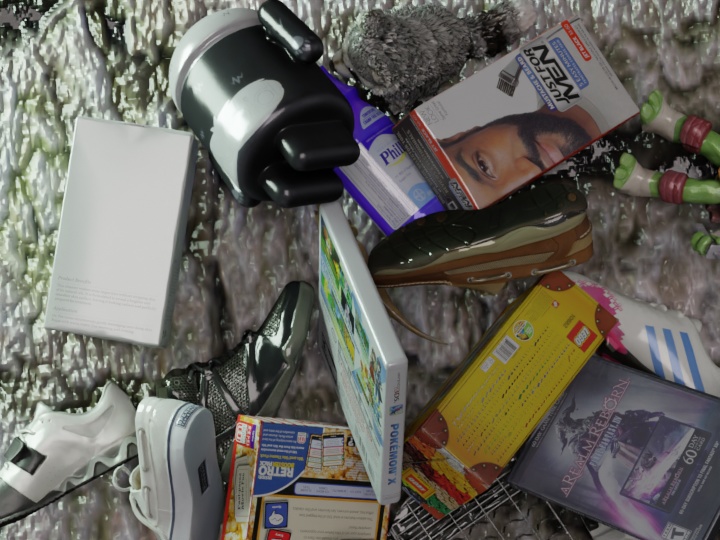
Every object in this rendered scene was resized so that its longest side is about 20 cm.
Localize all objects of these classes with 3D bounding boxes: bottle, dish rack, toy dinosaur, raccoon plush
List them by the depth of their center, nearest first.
[{"bbox_3d":[0.065,-0.223,1.550,0.200,0.134,0.097,-34,87,-2],"label":"raccoon plush"},{"bbox_3d":[0.000,0.000,1.555,0.058,0.101,0.200,-34,88,-2],"label":"toy dinosaur"},{"bbox_3d":[0.005,-0.110,1.570,0.200,0.084,0.065,49,123,2],"label":"bottle"},{"bbox_3d":[0.129,0.269,1.570,0.153,0.055,0.200,-34,86,-3],"label":"dish rack"}]

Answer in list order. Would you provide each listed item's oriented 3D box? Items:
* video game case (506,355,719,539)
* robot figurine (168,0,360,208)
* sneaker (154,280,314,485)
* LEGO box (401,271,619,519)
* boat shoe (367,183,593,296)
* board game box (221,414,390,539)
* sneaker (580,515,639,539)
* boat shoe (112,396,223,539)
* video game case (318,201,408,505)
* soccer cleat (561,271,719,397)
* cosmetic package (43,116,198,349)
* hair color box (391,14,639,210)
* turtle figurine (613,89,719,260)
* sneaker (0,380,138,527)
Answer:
[{"bbox_3d":[0.243,0.160,1.497,0.200,0.019,0.143,19,70,37],"label":"video game case"},{"bbox_3d":[-0.083,-0.142,1.485,0.150,0.125,0.200,-41,58,3],"label":"robot figurine"},{"bbox_3d":[-0.118,0.089,1.563,0.114,0.076,0.199,26,93,-6],"label":"sneaker"},{"bbox_3d":[0.119,0.109,1.498,0.077,0.149,0.200,41,68,1],"label":"LEGO box"},{"bbox_3d":[0.106,-0.011,1.463,0.200,0.076,0.074,-13,120,21],"label":"boat shoe"},{"bbox_3d":[-0.049,0.237,1.534,0.151,0.046,0.200,9,88,-32],"label":"board game box"},{"bbox_3d":[0.253,0.235,1.568,0.066,0.090,0.200,-28,64,35],"label":"sneaker"},{"bbox_3d":[-0.179,0.193,1.530,0.086,0.202,0.075,17,43,20],"label":"boat shoe"},{"bbox_3d":[0.000,0.071,1.472,0.022,0.182,0.200,-11,46,-12],"label":"video game case"},{"bbox_3d":[0.263,0.058,1.580,0.200,0.070,0.086,42,71,0],"label":"soccer cleat"},{"bbox_3d":[-0.218,-0.035,1.567,0.113,0.081,0.200,10,86,0],"label":"cosmetic package"},{"bbox_3d":[0.143,-0.137,1.550,0.200,0.064,0.111,-32,88,-23],"label":"hair color box"},{"bbox_3d":[0.329,-0.089,1.529,0.194,0.200,0.144,22,120,23],"label":"turtle figurine"},{"bbox_3d":[-0.293,0.171,1.562,0.200,0.074,0.089,-29,88,-12],"label":"sneaker"}]
